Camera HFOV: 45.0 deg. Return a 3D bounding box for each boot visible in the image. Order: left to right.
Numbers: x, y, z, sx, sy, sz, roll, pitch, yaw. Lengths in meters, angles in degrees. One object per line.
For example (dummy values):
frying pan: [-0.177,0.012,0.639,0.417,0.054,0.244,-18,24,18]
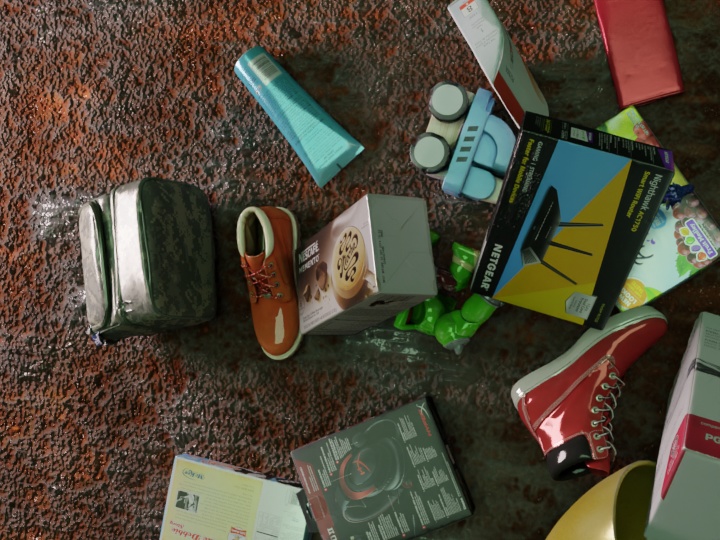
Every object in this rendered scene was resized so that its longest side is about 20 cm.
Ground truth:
boot: [-0.121,0.015,1.107,0.075,0.107,0.201,-6,85,15]
boot: [0.276,0.142,0.958,0.200,0.072,0.145,-40,42,17]

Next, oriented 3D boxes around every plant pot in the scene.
plant pot: [0.276,0.321,0.930,0.142,0.199,0.201,-33,75,41]

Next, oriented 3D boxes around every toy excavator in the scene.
toy excavator: [0.157,-0.110,1.043,0.199,0.100,0.195,20,93,9]

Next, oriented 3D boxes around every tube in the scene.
tube: [-0.086,-0.208,1.148,0.077,0.050,0.200,-42,80,14]

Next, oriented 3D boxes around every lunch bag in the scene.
lunch bag: [-0.295,-0.009,1.153,0.167,0.139,0.201,-13,81,32]

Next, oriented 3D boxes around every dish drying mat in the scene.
dish drying mat: [0.326,-0.296,1.039,0.076,0.018,0.201,-13,83,17]

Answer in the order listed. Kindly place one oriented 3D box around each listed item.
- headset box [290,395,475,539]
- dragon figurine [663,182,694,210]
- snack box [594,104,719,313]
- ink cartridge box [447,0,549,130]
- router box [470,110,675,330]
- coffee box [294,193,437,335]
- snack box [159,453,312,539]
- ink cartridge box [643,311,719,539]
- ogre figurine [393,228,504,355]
headset box: [0.018,0.256,1.047,0.199,0.075,0.149,-24,79,6]
dragon figurine: [0.256,-0.059,0.942,0.199,0.099,0.059,-25,79,16]
snack box: [0.310,-0.066,1.006,0.142,0.053,0.201,-34,76,14]
ink cartridge box: [0.179,-0.199,0.970,0.050,0.162,0.201,-33,56,13]
router box: [0.208,-0.047,0.881,0.148,0.051,0.201,16,128,5]
coffee box: [0.000,0.000,1.017,0.200,0.079,0.114,-31,61,57]
snack box: [-0.158,0.318,1.129,0.199,0.037,0.117,10,87,18]
ink cartridge box: [0.355,0.163,0.876,0.083,0.200,0.146,16,132,16]
ogre figurine: [0.087,0.017,1.043,0.199,0.098,0.120,25,98,20]
